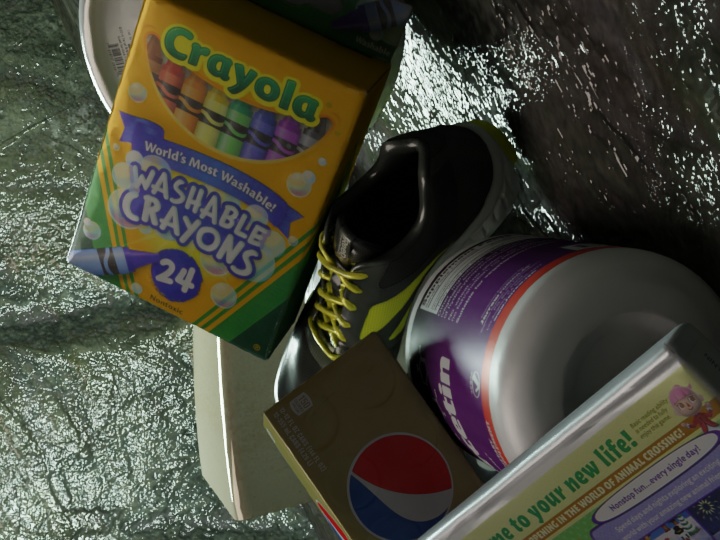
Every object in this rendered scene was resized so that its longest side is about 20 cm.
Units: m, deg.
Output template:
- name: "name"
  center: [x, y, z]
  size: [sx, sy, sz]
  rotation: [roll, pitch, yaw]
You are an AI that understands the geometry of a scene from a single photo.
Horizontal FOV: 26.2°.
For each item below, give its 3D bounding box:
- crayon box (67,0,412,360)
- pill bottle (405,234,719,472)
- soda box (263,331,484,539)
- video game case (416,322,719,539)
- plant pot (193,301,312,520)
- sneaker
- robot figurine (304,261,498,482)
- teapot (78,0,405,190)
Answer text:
- name: "crayon box"
  center: [-0.067, -0.068, 0.812]
  size: [0.052, 0.125, 0.202]
  rotation: [-54, -12, -62]
- name: "pill bottle"
  center: [0.087, 0.042, 0.715]
  size: [0.114, 0.111, 0.200]
  rotation: [66, 169, -9]
- name: "soda box"
  center: [0.036, 0.132, 0.728]
  size: [0.201, 0.067, 0.064]
  rotation: [54, 170, 8]
- name: "video game case"
  center: [0.126, 0.136, 0.595]
  size: [0.182, 0.022, 0.200]
  rotation: [45, 136, 3]
- name: "plant pot"
  center: [-0.034, 0.059, 1.169]
  size: [0.200, 0.197, 0.179]
  rotation: [-170, 65, -77]
- name: "sneaker"
  center: [0.000, 0.000, 0.821]
  size: [0.074, 0.201, 0.084]
  rotation: [43, -159, 31]
- name: "robot figurine"
  center: [0.039, 0.059, 0.949]
  size: [0.150, 0.124, 0.202]
  rotation: [34, 149, 60]
- name: "teapot"
  center: [-0.054, -0.146, 0.884]
  size: [0.196, 0.201, 0.146]
  rotation: [34, -152, 1]
